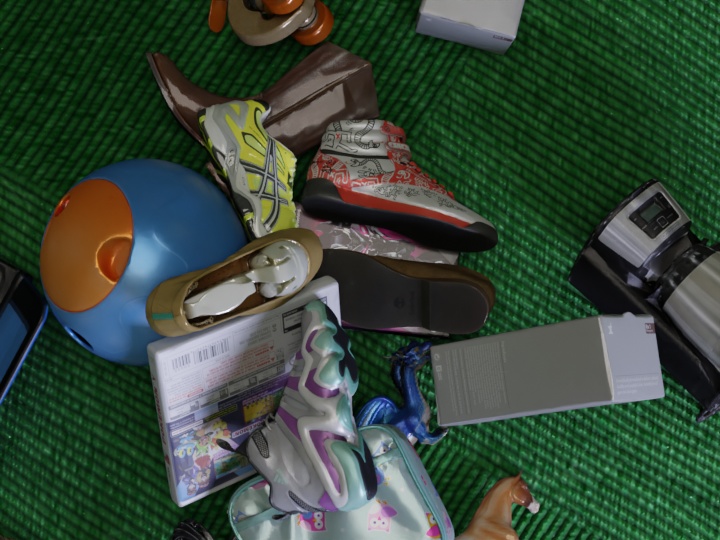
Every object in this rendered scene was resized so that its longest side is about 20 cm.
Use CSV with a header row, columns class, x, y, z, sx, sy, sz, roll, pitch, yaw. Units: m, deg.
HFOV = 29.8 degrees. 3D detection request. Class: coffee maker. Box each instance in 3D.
class,x,y,z,sx,sy,sz,roll,pitch,yaw
coffee maker,0.311,0.036,1.355,0.200,0.192,0.135,45,41,20

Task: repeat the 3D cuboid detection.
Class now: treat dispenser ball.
class,x,y,z,sx,sy,sz,roll,pitch,yaw
treat dispenser ball,-0.208,-0.008,1.311,0.201,0.201,0.201,0,85,-2

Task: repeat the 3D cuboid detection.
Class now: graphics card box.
class,x,y,z,sx,sy,sz,roll,pitch,yaw
graphics card box,0.000,0.000,1.395,0.200,0.051,0.126,8,84,-3

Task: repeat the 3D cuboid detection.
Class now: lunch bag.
class,x,y,z,sx,sy,sz,roll,pitch,yaw
lunch bag,-0.025,0.243,1.307,0.200,0.077,0.161,-27,84,6

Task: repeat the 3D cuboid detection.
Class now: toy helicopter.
class,x,y,z,sx,sy,sz,roll,pitch,yaw
toy helicopter,-0.099,-0.323,1.408,0.132,0.079,0.200,-7,66,25

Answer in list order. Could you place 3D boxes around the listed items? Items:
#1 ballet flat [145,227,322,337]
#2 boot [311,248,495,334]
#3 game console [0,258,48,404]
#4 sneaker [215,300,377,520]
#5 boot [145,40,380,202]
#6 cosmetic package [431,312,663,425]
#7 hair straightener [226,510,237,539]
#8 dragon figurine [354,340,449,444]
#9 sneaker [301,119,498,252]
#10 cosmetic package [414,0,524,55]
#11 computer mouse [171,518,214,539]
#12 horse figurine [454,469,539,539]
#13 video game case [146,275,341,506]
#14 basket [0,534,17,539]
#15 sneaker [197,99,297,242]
class,x,y,z,sx,sy,sz,roll,pitch,yaw
ballet flat,-0.099,0.013,1.230,0.200,0.063,0.069,-27,105,-34
boot,0.037,0.016,1.344,0.200,0.075,0.074,12,111,15
game console,-0.408,0.079,1.325,0.171,0.118,0.200,29,92,1
sneaker,-0.071,0.134,1.263,0.140,0.078,0.200,-15,69,14
boot,-0.097,-0.194,1.400,0.200,0.064,0.186,-34,98,-2
cosmetic package,0.179,0.096,1.308,0.200,0.107,0.090,-10,82,41
hair straightener,-0.108,0.272,1.378,0.077,0.041,0.200,38,89,1
dragon figurine,0.021,0.162,1.377,0.099,0.059,0.200,43,90,2
sneaker,0.049,-0.091,1.358,0.201,0.067,0.108,13,66,4
cosmetic package,0.131,-0.337,1.413,0.107,0.090,0.200,17,88,-1
computer mouse,-0.185,0.360,1.342,0.200,0.053,0.139,-47,67,7
horse figurine,0.113,0.308,1.371,0.200,0.050,0.133,-32,75,1
video game case,-0.103,0.116,1.310,0.200,0.023,0.182,-21,124,-28
basket,-0.319,0.371,1.275,0.149,0.143,0.200,-46,65,-6
sneaker,-0.091,-0.081,1.327,0.076,0.075,0.200,-23,84,-10
